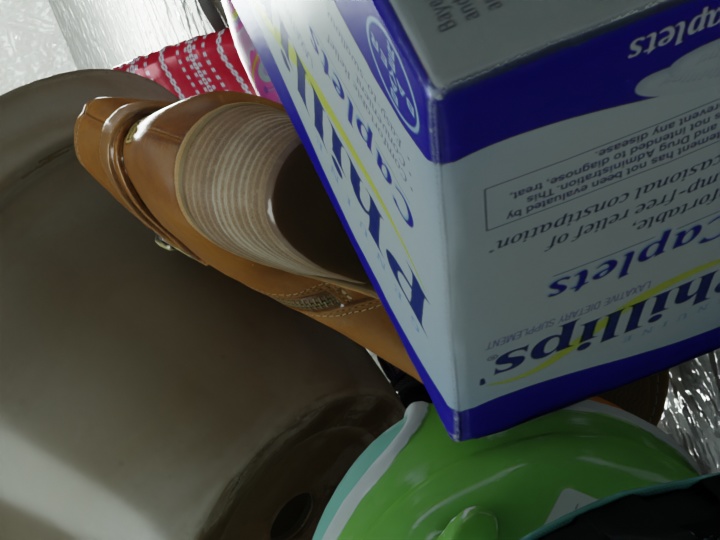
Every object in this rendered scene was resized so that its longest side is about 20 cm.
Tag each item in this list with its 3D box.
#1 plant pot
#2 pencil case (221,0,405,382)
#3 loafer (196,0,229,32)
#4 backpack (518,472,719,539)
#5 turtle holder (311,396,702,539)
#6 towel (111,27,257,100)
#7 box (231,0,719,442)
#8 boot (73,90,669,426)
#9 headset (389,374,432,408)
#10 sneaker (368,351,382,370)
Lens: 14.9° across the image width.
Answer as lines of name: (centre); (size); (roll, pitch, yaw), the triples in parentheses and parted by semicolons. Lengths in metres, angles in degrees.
plant pot: (-0.080, 0.050, 1.043); (0.173, 0.200, 0.200); (37, 155, 34)
pencil case: (0.008, -0.066, 1.032); (0.087, 0.087, 0.201); (160, 86, -82)
loafer: (-0.015, -0.097, 1.191); (0.071, 0.073, 0.201); (23, 140, 55)
backpack: (0.104, 0.146, 0.657); (0.200, 0.175, 0.154); (-115, 11, -47)
turtle holder: (0.045, 0.122, 0.850); (0.132, 0.140, 0.186); (-120, 26, -66)
towel: (-0.021, -0.038, 1.164); (0.200, 0.022, 0.145); (-9, 110, 51)
box: (0.032, -0.082, 0.748); (0.200, 0.105, 0.184); (81, 165, -62)
boot: (0.000, 0.000, 0.950); (0.200, 0.077, 0.155); (26, 175, -32)
headset: (0.037, 0.080, 1.102); (0.200, 0.094, 0.123); (49, -170, 24)
sneaker: (0.005, 0.021, 1.325); (0.085, 0.073, 0.200); (73, 172, -51)
